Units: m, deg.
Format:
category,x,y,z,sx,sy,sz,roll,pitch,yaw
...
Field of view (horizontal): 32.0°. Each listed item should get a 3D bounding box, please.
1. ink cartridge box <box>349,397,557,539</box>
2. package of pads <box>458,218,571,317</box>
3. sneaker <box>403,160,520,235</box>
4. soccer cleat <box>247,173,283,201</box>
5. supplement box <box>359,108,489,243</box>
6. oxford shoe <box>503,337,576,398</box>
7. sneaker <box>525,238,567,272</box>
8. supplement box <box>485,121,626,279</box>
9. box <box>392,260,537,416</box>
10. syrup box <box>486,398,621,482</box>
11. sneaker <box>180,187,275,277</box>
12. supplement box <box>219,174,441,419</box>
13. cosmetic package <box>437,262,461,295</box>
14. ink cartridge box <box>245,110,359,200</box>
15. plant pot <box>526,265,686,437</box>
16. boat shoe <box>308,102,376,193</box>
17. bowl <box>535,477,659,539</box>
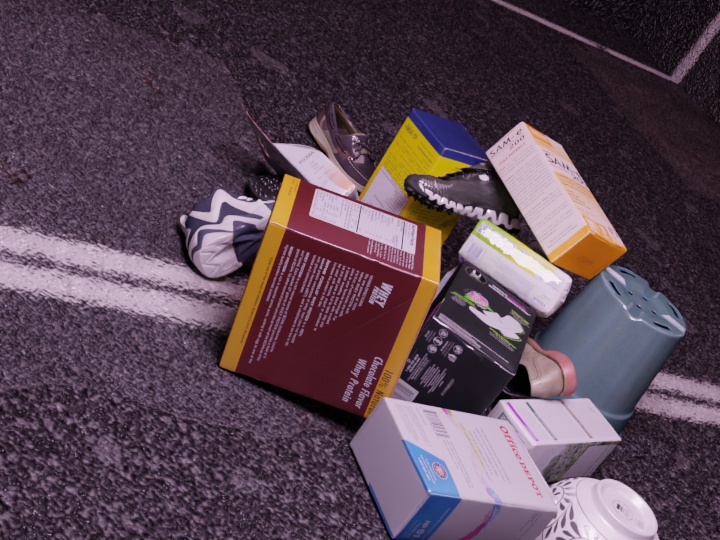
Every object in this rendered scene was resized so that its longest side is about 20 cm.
category,x,y,z,sx,sy,sz,roll,pitch,yaw
ink cartridge box,0.107,0.235,1.426,0.199,0.085,0.145,14,33,-35
package of pads,0.213,0.001,1.734,0.154,0.068,0.200,35,2,6
sneaker,0.152,-0.119,1.789,0.199,0.091,0.066,17,-2,-26
soccer cleat,-0.097,-0.073,1.749,0.068,0.074,0.200,-20,36,-30
supplement box,0.090,-0.121,1.875,0.109,0.201,0.109,11,32,-39
oxford shoe,0.208,0.131,1.683,0.074,0.071,0.200,-9,5,-22
sneaker,0.296,-0.045,1.870,0.072,0.115,0.200,36,-4,5
supplement box,0.272,-0.097,1.743,0.126,0.073,0.201,18,39,-53
box,0.123,0.107,1.587,0.124,0.149,0.200,36,26,1
syrup box,0.238,0.219,1.615,0.199,0.079,0.082,6,38,-45
sneaker,-0.140,-0.071,1.605,0.198,0.080,0.130,-26,43,-15
supplement box,-0.032,0.032,1.440,0.198,0.199,0.133,19,27,-5
cosmetic package,0.181,0.034,1.873,0.101,0.074,0.200,39,27,8
ink cartridge box,-0.074,-0.139,1.792,0.200,0.050,0.162,49,-8,20
plant pot,0.349,0.113,1.795,0.199,0.197,0.201,28,27,-15
boat shoe,-0.014,-0.197,2.040,0.072,0.065,0.200,8,37,-46
bowl,0.293,0.314,1.502,0.199,0.095,0.201,27,27,-15
